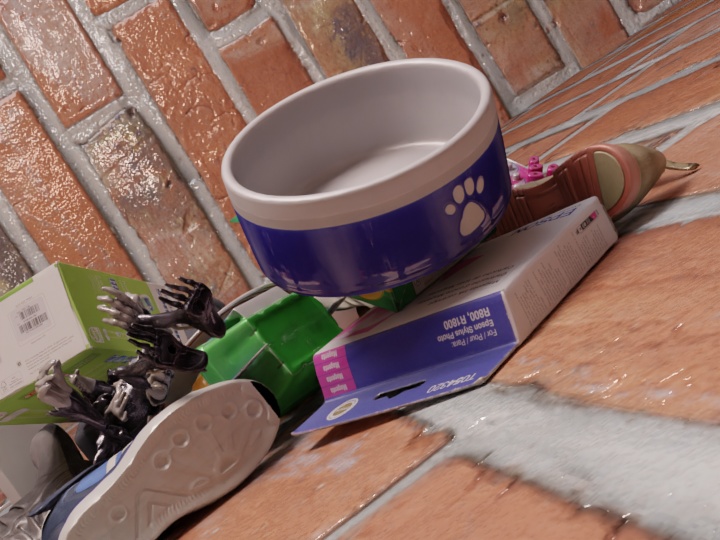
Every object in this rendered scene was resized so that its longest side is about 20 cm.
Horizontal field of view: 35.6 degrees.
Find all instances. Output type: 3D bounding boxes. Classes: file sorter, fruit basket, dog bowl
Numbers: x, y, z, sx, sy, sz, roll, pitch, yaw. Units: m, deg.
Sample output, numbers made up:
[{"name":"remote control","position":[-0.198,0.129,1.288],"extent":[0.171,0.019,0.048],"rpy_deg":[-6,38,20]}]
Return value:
[{"name":"file sorter","position":[-0.391,0.209,1.173],"extent":[0.124,0.201,0.139],"rpy_deg":[-34,5,13]},{"name":"fruit basket","position":[-0.112,0.103,0.973],"extent":[0.199,0.094,0.185],"rpy_deg":[-39,-5,31]},{"name":"dog bowl","position":[0.005,-0.070,0.799],"extent":[0.197,0.080,0.201],"rpy_deg":[-15,30,9]}]

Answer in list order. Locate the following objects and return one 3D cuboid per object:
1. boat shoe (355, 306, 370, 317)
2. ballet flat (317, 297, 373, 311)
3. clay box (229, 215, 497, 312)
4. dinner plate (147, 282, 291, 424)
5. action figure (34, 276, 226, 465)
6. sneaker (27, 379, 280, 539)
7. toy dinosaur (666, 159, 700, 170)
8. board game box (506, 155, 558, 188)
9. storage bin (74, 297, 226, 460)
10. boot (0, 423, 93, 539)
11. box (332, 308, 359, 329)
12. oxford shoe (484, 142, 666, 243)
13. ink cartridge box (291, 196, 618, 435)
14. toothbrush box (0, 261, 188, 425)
[{"name":"boat shoe","position":[0.024,0.006,1.158],"extent":[0.072,0.073,0.200],"rpy_deg":[-37,2,10]},{"name":"ballet flat","position":[0.000,0.000,1.021],"extent":[0.069,0.070,0.199],"rpy_deg":[-35,20,-22]},{"name":"clay box","position":[-0.004,-0.036,0.879],"extent":[0.115,0.048,0.199],"rpy_deg":[-37,31,-27]},{"name":"dinner plate","position":[-0.124,0.085,1.047],"extent":[0.200,0.024,0.201],"rpy_deg":[-40,-24,-22]},{"name":"action figure","position":[-0.186,0.072,0.877],"extent":[0.200,0.102,0.120],"rpy_deg":[-39,21,46]},{"name":"sneaker","position":[-0.162,0.156,0.868],"extent":[0.200,0.081,0.146],"rpy_deg":[-42,11,-20]},{"name":"toy dinosaur","position":[0.197,-0.071,0.944],"extent":[0.087,0.048,0.200],"rpy_deg":[-28,7,-9]},{"name":"board game box","position":[0.050,-0.087,1.032],"extent":[0.199,0.026,0.199],"rpy_deg":[-25,39,-33]},{"name":"storage bin","position":[-0.212,0.132,1.184],"extent":[0.199,0.146,0.135],"rpy_deg":[-33,15,7]},{"name":"boot","position":[-0.306,0.217,1.037],"extent":[0.131,0.070,0.199],"rpy_deg":[-35,22,-23]},{"name":"box","position":[-0.057,0.065,1.343],"extent":[0.199,0.037,0.144],"rpy_deg":[-31,5,44]},{"name":"oxford shoe","position":[0.155,-0.042,0.881],"extent":[0.073,0.072,0.199],"rpy_deg":[-14,-7,-40]},{"name":"ink cartridge box","position":[0.059,0.032,0.795],"extent":[0.195,0.044,0.200],"rpy_deg":[-23,10,45]},{"name":"toothbrush box","position":[-0.267,0.073,1.033],"extent":[0.144,0.087,0.200],"rpy_deg":[-30,-15,13]}]
